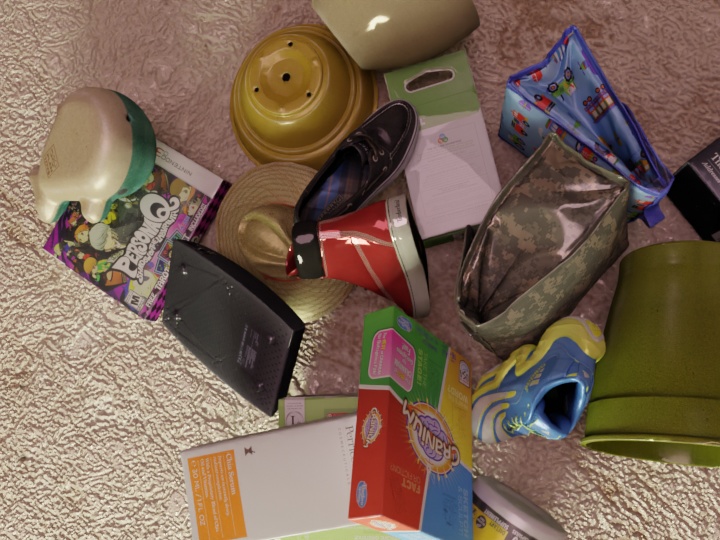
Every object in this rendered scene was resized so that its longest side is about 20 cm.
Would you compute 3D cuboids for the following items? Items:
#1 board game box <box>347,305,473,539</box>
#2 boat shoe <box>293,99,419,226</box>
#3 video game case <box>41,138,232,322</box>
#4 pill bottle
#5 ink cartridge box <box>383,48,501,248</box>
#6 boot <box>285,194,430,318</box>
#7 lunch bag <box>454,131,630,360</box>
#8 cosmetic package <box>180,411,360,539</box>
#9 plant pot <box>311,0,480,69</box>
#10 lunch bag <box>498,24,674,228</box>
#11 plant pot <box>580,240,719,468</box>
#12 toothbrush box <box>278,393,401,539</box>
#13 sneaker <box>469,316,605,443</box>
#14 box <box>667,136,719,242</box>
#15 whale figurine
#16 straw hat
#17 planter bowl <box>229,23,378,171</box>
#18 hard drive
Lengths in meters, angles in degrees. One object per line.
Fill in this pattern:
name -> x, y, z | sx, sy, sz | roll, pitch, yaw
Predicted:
board game box -> 0.057, 0.160, 0.678 | 0.040, 0.152, 0.204 | -20, 51, 34
boat shoe -> -0.005, -0.114, 0.734 | 0.070, 0.066, 0.200 | 41, 82, 13
video game case -> -0.286, -0.068, 0.867 | 0.179, 0.036, 0.203 | 31, 89, 14
pill bottle -> 0.121, 0.330, 0.706 | 0.110, 0.111, 0.203 | 28, 89, 12
ink cartridge box -> 0.099, -0.139, 0.793 | 0.101, 0.059, 0.205 | -14, 80, 9
boot -> 0.000, 0.000, 0.730 | 0.141, 0.201, 0.074 | -12, 58, 10
lunch bag -> 0.176, -0.007, 0.702 | 0.117, 0.164, 0.201 | 40, 90, 28
cosmetic package -> -0.076, 0.212, 0.691 | 0.196, 0.071, 0.104 | -15, 80, 13
plant pot -> 0.022, -0.309, 0.764 | 0.134, 0.200, 0.202 | -39, 78, 10
lunch bag -> 0.243, -0.124, 0.717 | 0.094, 0.151, 0.201 | -38, 78, 2
plant pot -> 0.322, 0.083, 0.672 | 0.195, 0.201, 0.198 | 4, 72, 11
toothbrush box -> -0.011, 0.240, 0.753 | 0.142, 0.086, 0.205 | -4, 81, 12
sneaker -> 0.165, 0.134, 0.684 | 0.075, 0.106, 0.202 | 31, 127, 0
box -> 0.455, -0.076, 0.697 | 0.181, 0.104, 0.202 | -36, 79, 3
whale figurine -> -0.326, -0.132, 0.830 | 0.198, 0.103, 0.162 | -30, 74, 32
straw hat -> -0.097, -0.033, 0.789 | 0.196, 0.085, 0.207 | 0, 91, 11
planter bowl -> -0.080, -0.220, 0.824 | 0.195, 0.083, 0.206 | -1, 82, 10
hard drive -> -0.148, 0.060, 0.783 | 0.198, 0.042, 0.137 | 33, 122, 26
